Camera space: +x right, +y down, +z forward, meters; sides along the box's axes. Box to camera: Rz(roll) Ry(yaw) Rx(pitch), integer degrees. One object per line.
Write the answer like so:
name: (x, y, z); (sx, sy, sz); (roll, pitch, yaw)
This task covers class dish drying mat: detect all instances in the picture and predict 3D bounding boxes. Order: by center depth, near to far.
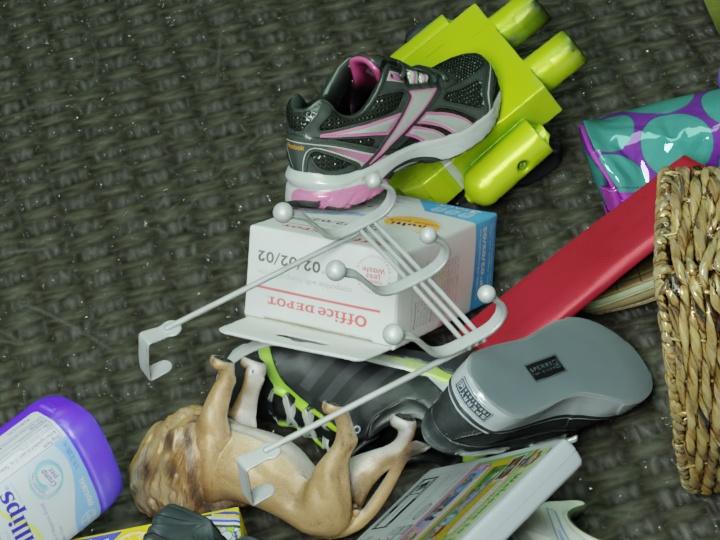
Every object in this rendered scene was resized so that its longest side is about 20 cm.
dish drying mat: (0.158, -0.005, 1.738); (0.200, 0.018, 0.077); (-38, 22, -5)

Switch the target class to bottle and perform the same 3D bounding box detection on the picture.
bottle: (-0.240, 0.162, 1.592); (0.200, 0.084, 0.065); (-37, 37, -27)

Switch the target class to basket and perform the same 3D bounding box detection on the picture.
basket: (0.263, 0.042, 1.599); (0.148, 0.200, 0.143); (-3, 42, 11)

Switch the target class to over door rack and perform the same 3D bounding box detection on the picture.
over door rack: (-0.030, 0.032, 1.603); (0.200, 0.067, 0.148); (-35, 48, -9)

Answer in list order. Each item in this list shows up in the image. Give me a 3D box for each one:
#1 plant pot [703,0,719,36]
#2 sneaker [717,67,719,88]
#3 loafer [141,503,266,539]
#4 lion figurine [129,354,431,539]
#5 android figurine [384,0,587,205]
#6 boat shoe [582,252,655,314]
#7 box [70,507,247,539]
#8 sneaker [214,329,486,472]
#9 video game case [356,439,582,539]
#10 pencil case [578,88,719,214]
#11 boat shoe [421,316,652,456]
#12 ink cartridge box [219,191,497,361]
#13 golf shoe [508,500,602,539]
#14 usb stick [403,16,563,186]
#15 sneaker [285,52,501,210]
plant pot: (0.345, -0.254, 1.937); (0.199, 0.187, 0.187); (-24, 41, 11)
sneaker: (0.358, -0.168, 1.875); (0.199, 0.100, 0.070); (-3, 41, 11)
loafer: (-0.074, 0.196, 1.507); (0.072, 0.073, 0.200); (-51, 28, -18)
lion figurine: (-0.056, 0.129, 1.670); (0.199, 0.123, 0.072); (21, 9, 26)
android figurine: (0.069, -0.117, 1.902); (0.200, 0.041, 0.182); (-41, 44, 4)
boat shoe: (0.237, -0.011, 1.762); (0.199, 0.066, 0.074); (-24, 38, 20)
box: (-0.165, 0.211, 1.630); (0.199, 0.064, 0.070); (-12, 42, 3)
sneaker: (-0.009, 0.093, 1.712); (0.199, 0.072, 0.083); (4, 47, 19)
video game case: (0.023, 0.181, 1.562); (0.200, 0.022, 0.182); (-42, 9, -26)
pencil case: (0.258, -0.085, 1.825); (0.199, 0.085, 0.093); (-14, 43, -1)
boat shoe: (0.113, 0.084, 1.665); (0.074, 0.068, 0.199); (54, 34, 14)
ink cartridge box: (0.000, 0.000, 1.745); (0.115, 0.068, 0.200); (11, 16, 25)
golf shoe: (0.143, 0.203, 1.555); (0.097, 0.078, 0.200); (-21, 43, -17)
usb stick: (0.091, -0.130, 1.954); (0.055, 0.033, 0.200); (-26, 43, -6)
sneaker: (0.024, -0.116, 1.798); (0.080, 0.087, 0.200); (12, 33, 37)
